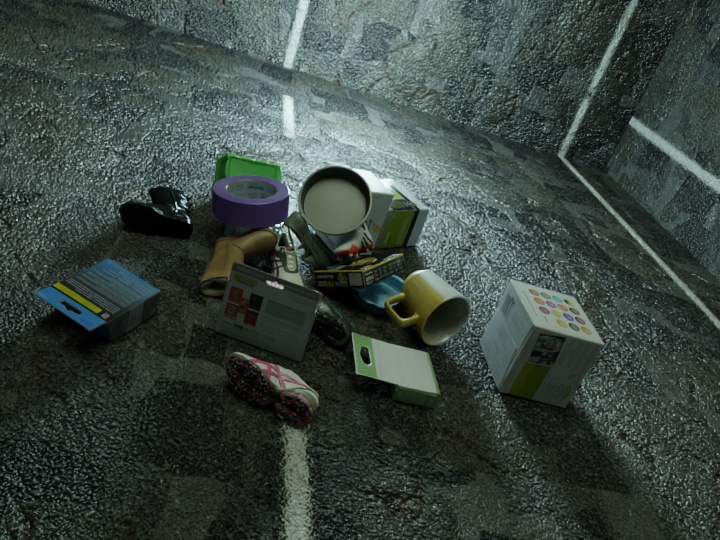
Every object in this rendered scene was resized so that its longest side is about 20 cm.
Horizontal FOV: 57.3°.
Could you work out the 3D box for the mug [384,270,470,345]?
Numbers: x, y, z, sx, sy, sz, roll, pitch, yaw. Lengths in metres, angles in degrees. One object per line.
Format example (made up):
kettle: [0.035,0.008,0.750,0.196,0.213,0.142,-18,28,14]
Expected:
mug: [0.163,0.075,1.639,0.184,0.151,0.154,23,20,-45]

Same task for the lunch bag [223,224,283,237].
lunch bag: [-0.283,-0.139,1.791,0.156,0.079,0.202,16,28,-10]

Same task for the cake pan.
cake pan: [-0.066,-0.178,1.725,0.193,0.037,0.206,0,66,-1]

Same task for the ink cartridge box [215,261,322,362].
ink cartridge box: [-0.187,0.070,1.389,0.195,0.179,0.084,20,27,-3]

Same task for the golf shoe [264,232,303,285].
golf shoe: [-0.186,-0.010,1.629,0.075,0.090,0.201,3,34,-33]

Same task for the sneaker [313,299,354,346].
sneaker: [-0.097,0.104,1.528,0.198,0.076,0.079,38,18,14]

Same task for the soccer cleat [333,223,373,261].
soccer cleat: [-0.023,-0.080,1.750,0.067,0.088,0.199,-13,4,26]

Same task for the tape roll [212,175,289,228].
tape roll: [-0.279,-0.179,1.685,0.193,0.067,0.201,5,26,-3]

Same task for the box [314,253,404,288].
box: [0.000,0.000,1.703,0.156,0.051,0.198,-3,12,36]

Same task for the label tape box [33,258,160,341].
label tape box: [-0.512,0.066,1.286,0.142,0.065,0.200,29,29,12]

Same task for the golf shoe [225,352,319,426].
golf shoe: [-0.169,0.219,1.265,0.197,0.074,0.092,34,22,1]

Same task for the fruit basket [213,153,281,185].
fruit basket: [-0.334,-0.260,1.941,0.208,0.161,0.216,4,-14,1]

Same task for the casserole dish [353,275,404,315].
casserole dish: [0.055,0.062,1.725,0.120,0.040,0.198,34,29,22]

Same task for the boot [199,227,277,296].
boot: [-0.283,-0.019,1.563,0.170,0.068,0.202,-14,29,4]

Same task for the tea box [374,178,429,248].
tea box: [0.072,-0.182,2.059,0.193,0.136,0.200,-4,37,-41]

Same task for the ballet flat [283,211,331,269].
ballet flat: [-0.141,-0.060,1.708,0.063,0.203,0.067,-38,32,-16]

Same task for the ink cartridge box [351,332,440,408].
ink cartridge box: [0.070,0.219,1.450,0.194,0.049,0.147,14,29,-14]

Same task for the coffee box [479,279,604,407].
coffee box: [0.438,0.179,1.618,0.192,0.204,0.202,14,28,-13]

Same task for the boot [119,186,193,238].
boot: [-0.514,-0.161,1.673,0.194,0.074,0.164,14,30,-30]

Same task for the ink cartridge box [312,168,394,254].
ink cartridge box: [-0.024,-0.168,1.894,0.141,0.204,0.148,1,33,-37]
